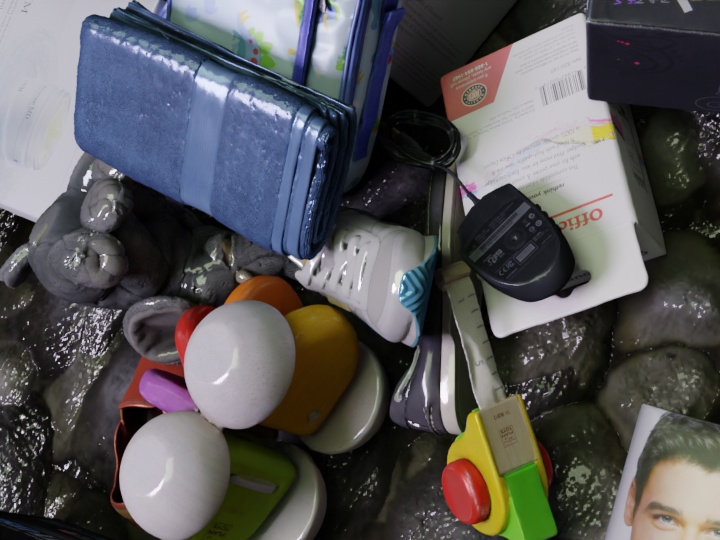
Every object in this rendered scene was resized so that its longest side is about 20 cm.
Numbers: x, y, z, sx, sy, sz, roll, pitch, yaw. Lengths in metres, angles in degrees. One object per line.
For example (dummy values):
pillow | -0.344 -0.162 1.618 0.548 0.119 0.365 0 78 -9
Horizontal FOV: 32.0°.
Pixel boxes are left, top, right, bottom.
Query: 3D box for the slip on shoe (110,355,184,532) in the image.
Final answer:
slip on shoe | -0.156 0.102 0.986 0.073 0.061 0.203 -9 64 32

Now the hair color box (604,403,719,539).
hair color box | 0.191 0.191 0.735 0.098 0.060 0.203 12 81 35

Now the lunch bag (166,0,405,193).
lunch bag | -0.056 -0.151 0.859 0.159 0.082 0.203 22 116 20

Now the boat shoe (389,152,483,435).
boat shoe | 0.050 0.013 0.879 0.062 0.072 0.204 -4 77 28

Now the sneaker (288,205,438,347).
sneaker | 0.000 0.000 0.844 0.200 0.079 0.078 -151 74 -76

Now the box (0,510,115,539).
box | -0.226 0.217 0.911 0.198 0.198 0.051 10 80 35

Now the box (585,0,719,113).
box | 0.238 -0.161 0.748 0.196 0.122 0.108 8 77 13

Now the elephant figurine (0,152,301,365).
elephant figurine | -0.140 0.001 0.955 0.154 0.199 0.143 19 78 57

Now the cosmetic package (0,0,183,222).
cosmetic package | -0.238 -0.133 1.083 0.198 0.123 0.202 19 85 34

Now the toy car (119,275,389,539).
toy car | -0.090 0.097 0.877 0.149 0.174 0.202 33 94 37

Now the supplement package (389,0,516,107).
supplement package | 0.057 -0.249 0.932 0.201 0.117 0.117 -50 56 10

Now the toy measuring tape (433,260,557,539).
toy measuring tape | 0.076 0.098 0.816 0.073 0.073 0.203 -19 87 26

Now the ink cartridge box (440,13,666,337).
ink cartridge box | 0.132 -0.055 0.850 0.115 0.067 0.203 -20 63 26

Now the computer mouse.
computer mouse | 0.073 -0.045 0.828 0.058 0.034 0.201 -41 50 4

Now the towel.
towel | -0.099 -0.092 0.827 0.198 0.048 0.113 26 121 18

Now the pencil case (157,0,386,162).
pencil case | -0.070 -0.142 0.964 0.200 0.078 0.087 46 119 10
